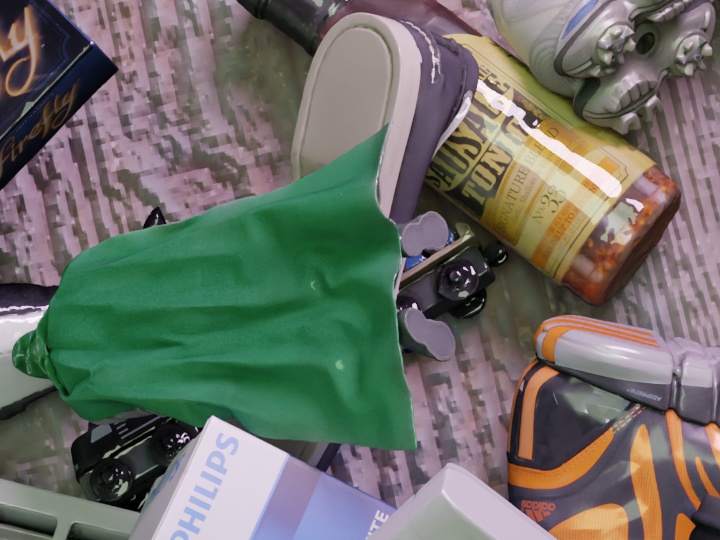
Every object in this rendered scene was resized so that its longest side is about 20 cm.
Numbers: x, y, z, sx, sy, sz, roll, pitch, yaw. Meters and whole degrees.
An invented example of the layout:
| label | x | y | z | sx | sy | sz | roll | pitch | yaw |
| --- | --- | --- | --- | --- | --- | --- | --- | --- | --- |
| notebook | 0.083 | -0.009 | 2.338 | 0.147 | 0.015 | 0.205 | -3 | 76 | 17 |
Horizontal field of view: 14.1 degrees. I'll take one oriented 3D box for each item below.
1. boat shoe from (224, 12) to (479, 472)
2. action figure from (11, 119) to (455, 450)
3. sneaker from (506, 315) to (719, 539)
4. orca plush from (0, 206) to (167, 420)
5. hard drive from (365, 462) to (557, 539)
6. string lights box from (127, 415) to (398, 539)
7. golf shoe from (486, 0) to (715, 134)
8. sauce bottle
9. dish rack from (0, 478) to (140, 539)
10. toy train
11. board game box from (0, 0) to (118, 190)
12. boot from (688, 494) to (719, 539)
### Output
| label | x | y | z | sx | sy | sz | roll | pitch | yaw |
| --- | --- | --- | --- | --- | --- | --- | --- | --- | --- |
| boat shoe | 0.000 | 0.000 | 1.139 | 0.073 | 0.063 | 0.201 | 26 | 106 | 42 |
| action figure | -0.057 | 0.019 | 1.105 | 0.200 | 0.055 | 0.119 | -9 | 77 | 36 |
| sneaker | 0.153 | 0.092 | 1.150 | 0.199 | 0.078 | 0.112 | 14 | 98 | 3 |
| orca plush | -0.171 | 0.017 | 1.194 | 0.200 | 0.105 | 0.071 | -26 | 48 | 5 |
| hard drive | 0.019 | 0.170 | 1.050 | 0.132 | 0.027 | 0.200 | 38 | 120 | -12 |
| string lights box | 0.010 | 0.134 | 1.107 | 0.200 | 0.103 | 0.059 | 26 | 68 | -6 |
| golf shoe | 0.139 | -0.144 | 1.183 | 0.200 | 0.078 | 0.097 | -33 | 44 | -17 |
| sauce bottle | 0.036 | -0.067 | 1.187 | 0.200 | 0.066 | 0.066 | 36 | 86 | 11 |
| dish rack | -0.142 | 0.183 | 1.144 | 0.171 | 0.044 | 0.200 | 13 | 58 | 8 |
| toy train | -0.031 | 0.034 | 1.194 | 0.200 | 0.034 | 0.046 | -30 | 68 | 2 |
| board game box | -0.212 | -0.054 | 1.141 | 0.135 | 0.035 | 0.200 | 43 | 87 | 19 |
| boot | 0.135 | 0.202 | 1.072 | 0.066 | 0.165 | 0.200 | 18 | 74 | 47 |
